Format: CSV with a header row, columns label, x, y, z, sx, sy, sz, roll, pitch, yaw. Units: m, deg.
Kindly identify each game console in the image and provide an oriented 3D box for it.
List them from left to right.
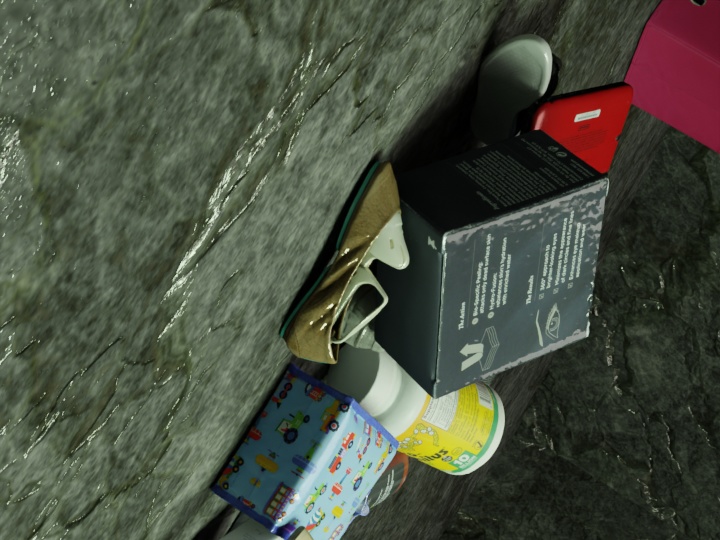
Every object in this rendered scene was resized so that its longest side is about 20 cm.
label,x,y,z,sx,sy,sz,roll,pitch,yaw
game console,0.181,-0.135,1.726,0.199,0.118,0.174,-18,131,-49

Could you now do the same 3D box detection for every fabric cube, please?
label,x,y,z,sx,sy,sz,roll,pitch,yaw
fabric cube,0.571,-0.354,2.598,0.197,0.199,0.201,-51,165,-27

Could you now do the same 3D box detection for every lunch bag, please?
label,x,y,z,sx,sy,sz,roll,pitch,yaw
lunch bag,-0.035,0.212,1.625,0.151,0.094,0.200,-57,143,-9

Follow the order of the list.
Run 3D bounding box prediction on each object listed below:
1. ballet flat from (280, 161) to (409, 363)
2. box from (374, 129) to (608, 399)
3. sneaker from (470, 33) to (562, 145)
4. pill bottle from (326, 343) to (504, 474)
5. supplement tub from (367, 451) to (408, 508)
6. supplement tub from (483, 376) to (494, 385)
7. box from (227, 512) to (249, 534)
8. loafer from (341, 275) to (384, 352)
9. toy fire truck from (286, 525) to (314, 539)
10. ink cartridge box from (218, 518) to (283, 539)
label,x,y,z,sx,sy,sz,roll,pitch,yaw
ballet flat,0.000,0.000,1.471,0.201,0.072,0.068,-61,168,6
box,0.126,-0.009,1.571,0.199,0.117,0.198,-19,131,-27
sneaker,0.174,-0.214,1.670,0.099,0.070,0.200,-53,173,-23
pill bottle,0.060,0.149,1.781,0.199,0.113,0.113,29,94,-38
supplement tub,-0.033,0.231,1.782,0.200,0.107,0.108,-16,136,-60
supplement tub,0.114,0.134,2.122,0.201,0.122,0.122,-60,168,9
box,-0.153,0.374,1.805,0.201,0.049,0.161,-58,163,-8
loafer,0.042,0.029,1.709,0.200,0.069,0.070,-45,162,-48
toy fire truck,-0.111,0.356,1.526,0.199,0.129,0.176,-26,132,12
ink cartridge box,-0.164,0.373,1.645,0.176,0.044,0.201,-25,137,-54
